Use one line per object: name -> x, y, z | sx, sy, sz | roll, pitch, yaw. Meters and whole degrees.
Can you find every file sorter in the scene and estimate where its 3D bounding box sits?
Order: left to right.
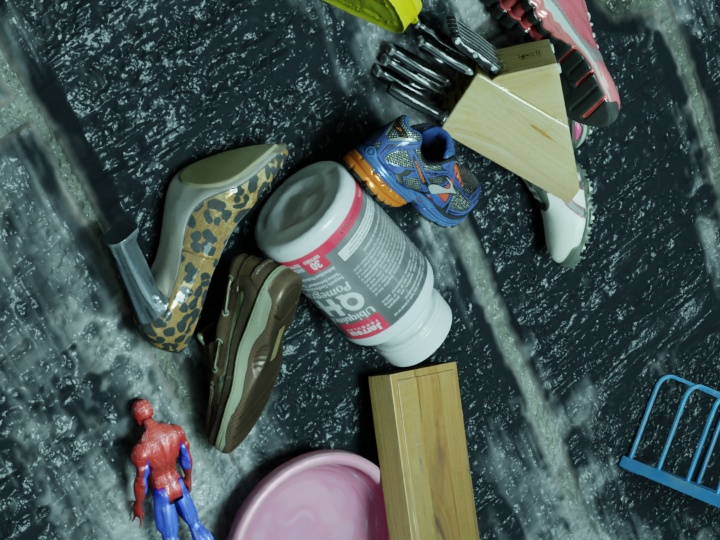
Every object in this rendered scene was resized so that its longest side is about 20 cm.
file sorter -> 0.421, 0.208, 1.776 | 0.138, 0.199, 0.124 | 21, 89, -35

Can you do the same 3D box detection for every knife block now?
knife block -> 0.111, -0.150, 1.524 | 0.174, 0.064, 0.201 | -12, 120, 6

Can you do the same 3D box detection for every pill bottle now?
pill bottle -> 0.000, 0.000, 1.496 | 0.111, 0.110, 0.200 | -51, 123, -11

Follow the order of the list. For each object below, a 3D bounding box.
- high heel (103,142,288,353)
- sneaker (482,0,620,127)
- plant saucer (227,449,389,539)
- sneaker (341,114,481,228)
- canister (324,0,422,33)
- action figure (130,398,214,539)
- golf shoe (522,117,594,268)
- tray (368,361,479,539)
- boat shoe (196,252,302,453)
high heel -> -0.132, -0.022, 1.439 | 0.199, 0.071, 0.143 | -35, 129, -22
sneaker -> 0.205, -0.237, 1.557 | 0.087, 0.074, 0.201 | -36, 93, -33
plant saucer -> -0.052, 0.270, 1.574 | 0.199, 0.051, 0.203 | -9, 108, -30
sneaker -> 0.067, -0.095, 1.498 | 0.078, 0.076, 0.199 | -46, 156, 18
canister -> 0.035, -0.329, 1.408 | 0.201, 0.148, 0.087 | -55, 150, -11
action figure -> -0.178, 0.212, 1.477 | 0.065, 0.052, 0.202 | -24, 110, -32
golf shoe -> 0.191, -0.101, 1.627 | 0.087, 0.077, 0.202 | -6, 101, -16
tray -> 0.066, 0.199, 1.593 | 0.098, 0.037, 0.202 | -7, 90, -44
boat shoe -> -0.115, 0.073, 1.467 | 0.075, 0.074, 0.204 | -34, 149, -60
